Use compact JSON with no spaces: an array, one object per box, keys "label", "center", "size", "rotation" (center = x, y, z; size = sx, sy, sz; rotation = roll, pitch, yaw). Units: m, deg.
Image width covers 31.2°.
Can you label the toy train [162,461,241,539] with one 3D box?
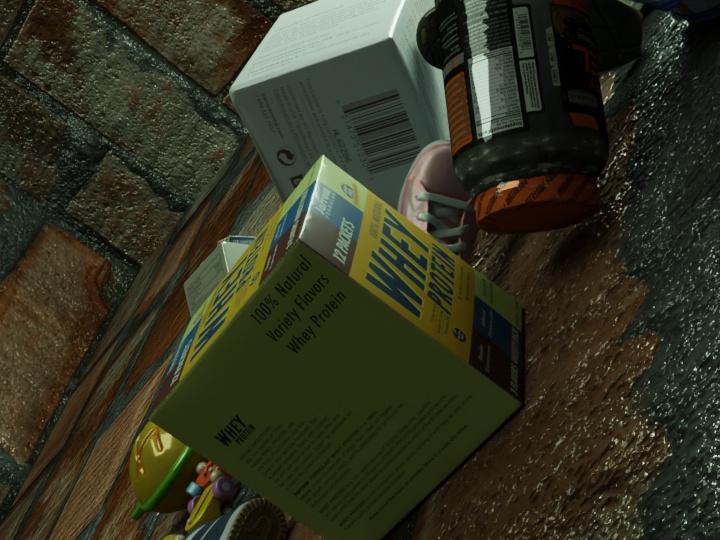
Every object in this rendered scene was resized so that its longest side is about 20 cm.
[{"label":"toy train","center":[-0.173,0.276,1.360],"size":[0.201,0.055,0.150],"rotation":[-56,12,-18]}]

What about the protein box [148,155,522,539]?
[{"label":"protein box","center":[-0.014,0.067,0.972],"size":[0.199,0.199,0.135],"rotation":[-48,15,27]}]

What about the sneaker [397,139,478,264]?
[{"label":"sneaker","center":[0.067,-0.006,1.078],"size":[0.105,0.074,0.203],"rotation":[-146,69,-74]}]

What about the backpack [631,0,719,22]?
[{"label":"backpack","center":[0.252,-0.282,0.994],"size":[0.201,0.153,0.191],"rotation":[-58,4,15]}]

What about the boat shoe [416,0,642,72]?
[{"label":"boat shoe","center":[0.151,-0.217,1.146],"size":[0.074,0.197,0.077],"rotation":[-54,-34,-68]}]

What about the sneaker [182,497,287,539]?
[{"label":"sneaker","center":[-0.146,0.299,1.157],"size":[0.108,0.070,0.201],"rotation":[-29,22,52]}]

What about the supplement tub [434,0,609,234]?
[{"label":"supplement tub","center":[0.125,-0.138,0.998],"size":[0.122,0.121,0.203],"rotation":[151,116,-62]}]

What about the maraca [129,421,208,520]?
[{"label":"maraca","center":[-0.222,0.229,1.525],"size":[0.138,0.106,0.200],"rotation":[-57,6,-33]}]

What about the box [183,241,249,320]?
[{"label":"box","center":[-0.115,0.080,1.349],"size":[0.095,0.077,0.202],"rotation":[-41,54,41]}]

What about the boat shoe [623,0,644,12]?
[{"label":"boat shoe","center":[0.214,-0.250,1.233],"size":[0.202,0.064,0.075],"rotation":[-35,24,56]}]

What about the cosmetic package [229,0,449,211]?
[{"label":"cosmetic package","center":[0.002,-0.162,1.233],"size":[0.164,0.169,0.201],"rotation":[-15,26,20]}]

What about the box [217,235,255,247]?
[{"label":"box","center":[-0.130,0.065,1.480],"size":[0.070,0.063,0.203],"rotation":[167,104,-72]}]
